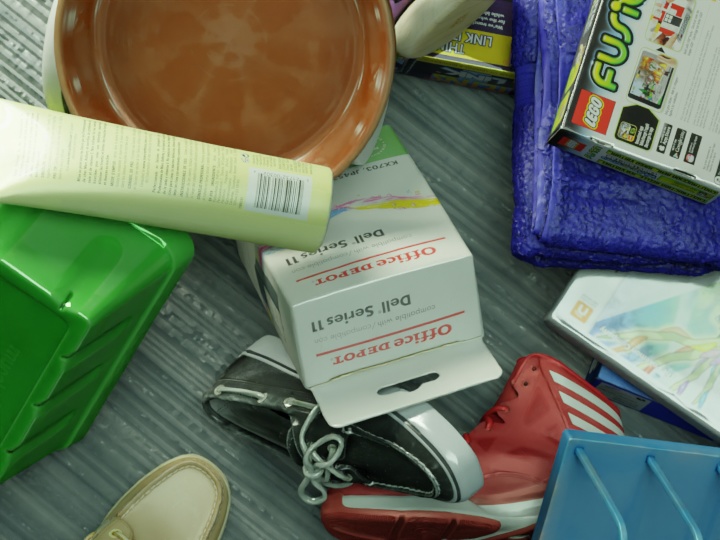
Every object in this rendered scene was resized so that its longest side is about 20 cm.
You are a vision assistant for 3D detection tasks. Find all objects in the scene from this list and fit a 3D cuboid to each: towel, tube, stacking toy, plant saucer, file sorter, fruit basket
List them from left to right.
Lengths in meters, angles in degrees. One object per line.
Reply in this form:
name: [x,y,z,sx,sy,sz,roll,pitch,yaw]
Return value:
fruit basket: [-0.194,-0.001,1.456,0.155,0.216,0.216,34,77,0]
tube: [-0.117,-0.052,1.370,0.200,0.058,0.052,10,98,-13]
plant saucer: [-0.078,-0.132,1.408,0.200,0.032,0.200,2,108,6]
stacking toy: [0.000,-0.232,1.507,0.085,0.085,0.200,-37,81,-12]
towel: [0.167,-0.099,1.508,0.148,0.050,0.200,3,77,-3]
file sorter: [0.212,0.194,1.439,0.200,0.123,0.139,8,113,-16]

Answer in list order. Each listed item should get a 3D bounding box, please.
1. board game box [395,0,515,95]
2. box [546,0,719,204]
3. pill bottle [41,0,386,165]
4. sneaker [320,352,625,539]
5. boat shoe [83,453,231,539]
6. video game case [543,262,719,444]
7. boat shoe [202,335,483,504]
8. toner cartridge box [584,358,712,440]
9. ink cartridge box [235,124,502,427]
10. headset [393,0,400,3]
board game box: [0.067,-0.207,1.575,0.200,0.057,0.165,11,80,-5]
box: [0.197,-0.153,1.486,0.110,0.035,0.200,21,75,-5]
pill bottle: [-0.086,-0.125,1.490,0.200,0.111,0.111,14,77,11]
sneaker: [0.072,0.115,1.517,0.200,0.078,0.116,2,65,-11]
boat shoe: [-0.147,0.194,1.462,0.074,0.069,0.200,37,77,1]
video game case: [0.246,0.014,1.527,0.200,0.022,0.182,34,77,1]
boat shoe: [-0.016,0.100,1.448,0.199,0.074,0.068,27,54,36]
toner cartridge box: [0.223,-0.001,1.561,0.095,0.043,0.200,22,77,-4]
ink cartridge box: [0.000,0.000,1.460,0.117,0.067,0.200,-17,37,-10]
headset: [-0.067,-0.203,1.463,0.200,0.094,0.124,1,35,23]
